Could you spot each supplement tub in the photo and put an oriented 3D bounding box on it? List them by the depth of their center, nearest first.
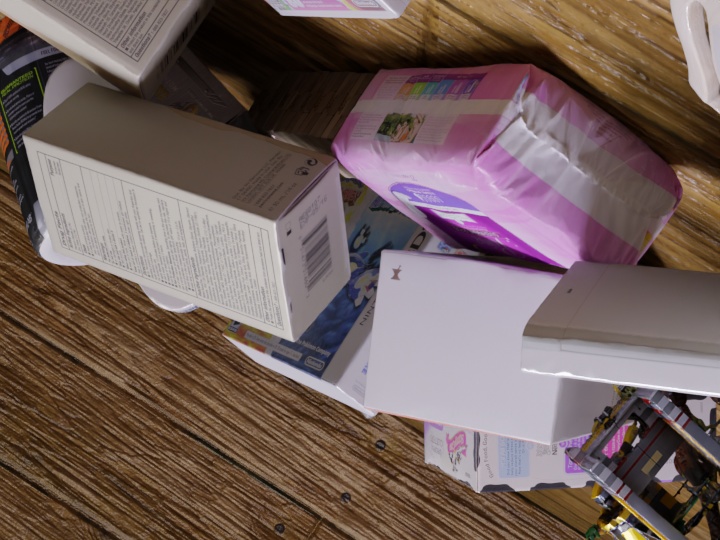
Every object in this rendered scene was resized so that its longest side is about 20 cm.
[{"bbox_3d":[-0.240,-0.116,1.250,0.123,0.122,0.201,62,-173,-72],"label":"supplement tub"}]

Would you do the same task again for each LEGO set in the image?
[{"bbox_3d":[0.189,0.077,0.861,0.116,0.200,0.154,41,-177,-6],"label":"LEGO set"}]

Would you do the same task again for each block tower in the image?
[{"bbox_3d":[-0.020,-0.100,1.028,0.054,0.058,0.200,36,169,-25],"label":"block tower"}]

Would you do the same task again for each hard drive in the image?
[{"bbox_3d":[0.186,0.030,0.694,0.199,0.026,0.132,5,-164,18],"label":"hard drive"}]

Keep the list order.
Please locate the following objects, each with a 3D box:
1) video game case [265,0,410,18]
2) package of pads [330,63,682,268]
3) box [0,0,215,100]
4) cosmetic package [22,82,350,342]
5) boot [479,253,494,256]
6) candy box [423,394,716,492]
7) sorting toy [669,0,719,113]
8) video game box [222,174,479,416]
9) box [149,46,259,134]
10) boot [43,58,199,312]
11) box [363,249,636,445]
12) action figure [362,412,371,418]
[{"bbox_3d":[-0.078,-0.203,0.799,0.200,0.018,0.143,38,170,-29],"label":"video game case"},{"bbox_3d":[0.077,-0.059,0.849,0.120,0.076,0.200,36,171,-23],"label":"package of pads"},{"bbox_3d":[-0.200,-0.205,0.970,0.200,0.095,0.078,34,171,0],"label":"box"},{"bbox_3d":[-0.111,-0.040,0.959,0.199,0.073,0.104,21,137,26],"label":"cosmetic package"},{"bbox_3d":[0.118,0.027,1.174,0.150,0.073,0.200,34,175,-4],"label":"boot"},{"bbox_3d":[0.165,0.129,1.222,0.199,0.072,0.168,-2,-178,-12],"label":"candy box"},{"bbox_3d":[0.189,-0.044,0.571,0.180,0.107,0.200,50,180,30],"label":"sorting toy"},{"bbox_3d":[0.000,0.000,1.091,0.047,0.183,0.200,41,168,-27],"label":"video game box"},{"bbox_3d":[-0.128,-0.111,1.102,0.200,0.048,0.159,48,170,34],"label":"box"},{"bbox_3d":[-0.161,-0.061,1.099,0.201,0.072,0.090,64,-170,3],"label":"boot"},{"bbox_3d":[0.104,0.044,0.940,0.124,0.098,0.200,9,-177,28],"label":"box"},{"bbox_3d":[0.013,0.058,1.252,0.118,0.055,0.200,31,150,9],"label":"action figure"}]
